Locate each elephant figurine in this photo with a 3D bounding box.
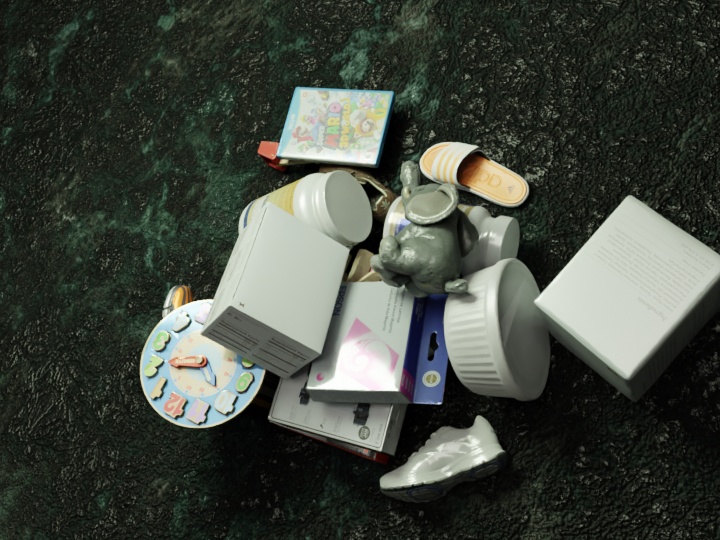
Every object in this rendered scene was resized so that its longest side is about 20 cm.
[{"bbox_3d":[0.106,-0.070,1.140,0.154,0.142,0.201,27,73,-1],"label":"elephant figurine"}]

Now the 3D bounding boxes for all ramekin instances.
[{"bbox_3d":[0.197,0.089,1.130,0.093,0.202,0.205,-10,67,32],"label":"ramekin"}]

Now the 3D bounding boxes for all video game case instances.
[{"bbox_3d":[-0.045,-0.261,1.402,0.198,0.018,0.145,8,74,23],"label":"video game case"}]

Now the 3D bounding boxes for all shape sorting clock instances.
[{"bbox_3d":[-0.241,0.140,1.189,0.197,0.039,0.202,-2,72,6],"label":"shape sorting clock"}]

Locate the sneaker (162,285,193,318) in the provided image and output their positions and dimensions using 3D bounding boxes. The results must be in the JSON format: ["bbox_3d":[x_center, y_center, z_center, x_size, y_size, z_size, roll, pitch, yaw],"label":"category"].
[{"bbox_3d":[-0.257,0.118,1.265,0.111,0.077,0.202,-10,76,18],"label":"sneaker"}]

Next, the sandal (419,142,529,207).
[{"bbox_3d":[0.188,-0.173,1.302,0.205,0.059,0.080,26,83,29],"label":"sandal"}]

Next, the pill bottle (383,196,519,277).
[{"bbox_3d":[0.145,-0.051,1.245,0.198,0.116,0.117,11,76,26],"label":"pill bottle"}]

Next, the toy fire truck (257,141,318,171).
[{"bbox_3d":[-0.080,-0.249,1.448,0.198,0.049,0.142,13,72,26],"label":"toy fire truck"}]

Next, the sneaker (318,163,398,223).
[{"bbox_3d":[-0.006,-0.154,1.371,0.199,0.076,0.071,34,87,31],"label":"sneaker"}]

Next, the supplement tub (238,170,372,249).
[{"bbox_3d":[-0.093,-0.079,1.316,0.199,0.144,0.146,-19,63,37],"label":"supplement tub"}]

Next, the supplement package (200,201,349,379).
[{"bbox_3d":[-0.125,0.030,1.179,0.111,0.155,0.201,-38,28,47],"label":"supplement package"}]

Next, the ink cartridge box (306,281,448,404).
[{"bbox_3d":[0.033,0.103,1.160,0.198,0.043,0.198,-3,50,18],"label":"ink cartridge box"}]

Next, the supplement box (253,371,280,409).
[{"bbox_3d":[-0.165,0.118,1.320,0.085,0.110,0.202,22,81,30],"label":"supplement box"}]

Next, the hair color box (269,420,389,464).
[{"bbox_3d":[-0.038,0.230,1.252,0.198,0.061,0.103,12,76,28],"label":"hair color box"}]

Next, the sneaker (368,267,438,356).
[{"bbox_3d":[0.076,0.064,1.268,0.094,0.079,0.201,-17,56,-15],"label":"sneaker"}]

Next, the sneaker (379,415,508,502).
[{"bbox_3d":[0.120,0.286,1.167,0.198,0.075,0.088,-22,52,8],"label":"sneaker"}]

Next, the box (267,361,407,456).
[{"bbox_3d":[-0.032,0.200,1.191,0.198,0.060,0.118,9,75,25],"label":"box"}]

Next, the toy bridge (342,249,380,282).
[{"bbox_3d":[0.000,0.000,1.275,0.199,0.027,0.068,4,69,64],"label":"toy bridge"}]

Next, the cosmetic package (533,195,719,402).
[{"bbox_3d":[0.377,0.043,1.077,0.200,0.167,0.166,-48,61,0],"label":"cosmetic package"}]
